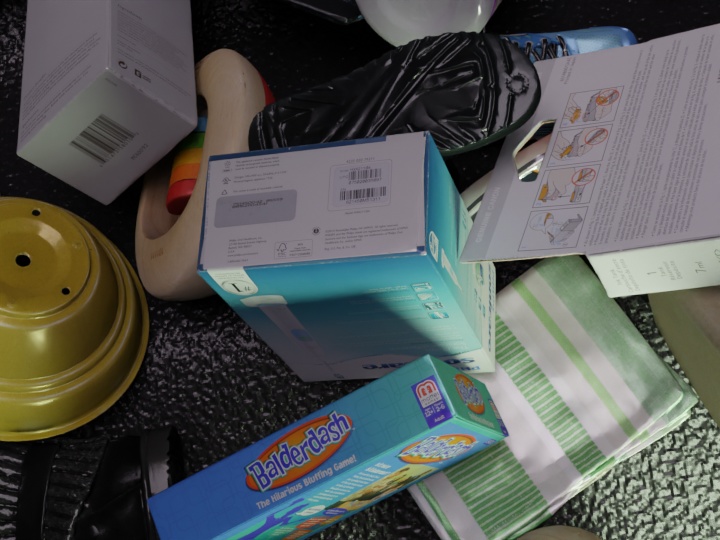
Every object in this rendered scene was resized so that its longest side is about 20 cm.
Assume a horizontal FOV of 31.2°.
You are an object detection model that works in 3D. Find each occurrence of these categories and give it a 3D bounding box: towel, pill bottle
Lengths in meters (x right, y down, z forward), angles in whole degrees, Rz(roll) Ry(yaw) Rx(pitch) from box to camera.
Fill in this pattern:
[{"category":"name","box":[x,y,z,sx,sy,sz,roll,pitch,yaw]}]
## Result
[{"category":"towel","box":[0.112,0.094,0.905,0.200,0.023,0.153,-36,70,-3]},{"category":"pill bottle","box":[0.075,-0.247,0.941,0.104,0.105,0.200,18,43,14]}]

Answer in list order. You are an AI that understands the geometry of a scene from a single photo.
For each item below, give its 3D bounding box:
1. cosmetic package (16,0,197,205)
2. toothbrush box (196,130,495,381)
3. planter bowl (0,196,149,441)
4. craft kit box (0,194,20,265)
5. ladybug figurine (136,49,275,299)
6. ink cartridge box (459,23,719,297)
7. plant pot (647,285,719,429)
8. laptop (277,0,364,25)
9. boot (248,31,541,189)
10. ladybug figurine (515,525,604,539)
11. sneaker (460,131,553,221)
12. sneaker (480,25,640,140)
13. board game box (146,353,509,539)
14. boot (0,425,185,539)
[{"category":"cosmetic package","box":[-0.186,-0.163,0.948,0.107,0.085,0.201,-35,42,29]},{"category":"toothbrush box","box":[0.000,0.000,0.847,0.146,0.200,0.086,-5,63,17]},{"category":"planter bowl","box":[-0.241,0.011,0.908,0.199,0.084,0.201,10,56,-15]},{"category":"craft kit box","box":[-0.345,0.054,0.981,0.199,0.049,0.198,-24,68,1]},{"category":"ladybug figurine","box":[-0.105,-0.068,0.939,0.072,0.136,0.201,22,64,-31]},{"category":"ink cartridge box","box":[0.173,-0.071,0.818,0.176,0.045,0.200,-7,44,35]},{"category":"plant pot","box":[0.288,0.017,0.818,0.200,0.200,0.177,-40,57,-5]},{"category":"laptop","box":[-0.043,-0.277,0.998,0.177,0.200,0.104,22,113,13]},{"category":"boot","box":[0.041,-0.088,0.885,0.199,0.168,0.077,-15,76,18]},{"category":"ladybug figurine","box":[0.132,0.262,0.822,0.135,0.072,0.201,-6,72,7]},{"category":"sneaker","box":[0.159,-0.065,0.919,0.199,0.078,0.080,-31,83,6]},{"category":"sneaker","box":[0.109,-0.138,0.943,0.199,0.090,0.079,-14,71,4]},{"category":"board game box","box":[-0.015,0.126,0.829,0.199,0.152,0.045,-28,71,10]},{"category":"boot","box":[-0.199,0.209,0.886,0.157,0.080,0.212,-6,61,0]}]
